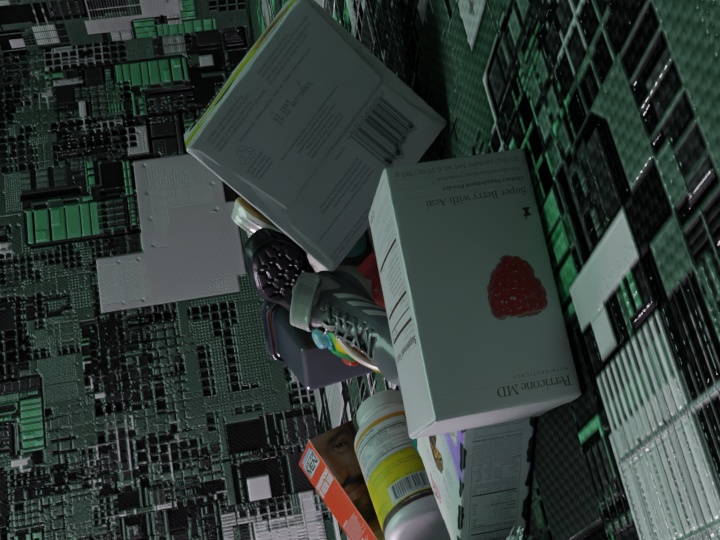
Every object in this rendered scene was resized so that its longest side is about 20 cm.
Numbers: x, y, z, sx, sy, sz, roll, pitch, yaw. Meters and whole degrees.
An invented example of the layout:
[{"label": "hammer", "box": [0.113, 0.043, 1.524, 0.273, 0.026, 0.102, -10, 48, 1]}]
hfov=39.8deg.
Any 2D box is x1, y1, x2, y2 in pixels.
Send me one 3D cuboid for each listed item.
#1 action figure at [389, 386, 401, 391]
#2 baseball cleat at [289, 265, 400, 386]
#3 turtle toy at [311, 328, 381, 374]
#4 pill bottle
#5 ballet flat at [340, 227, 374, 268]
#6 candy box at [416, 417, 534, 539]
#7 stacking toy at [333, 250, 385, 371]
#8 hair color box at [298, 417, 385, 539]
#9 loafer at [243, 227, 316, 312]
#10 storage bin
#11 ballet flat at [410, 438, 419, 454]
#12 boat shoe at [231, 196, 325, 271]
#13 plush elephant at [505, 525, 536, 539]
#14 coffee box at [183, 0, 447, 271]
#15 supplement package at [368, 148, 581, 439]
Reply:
[{"label": "action figure", "box": [0.060, 0.241, 1.404, 0.201, 0.069, 0.131, 114, 156, -48]}, {"label": "baseball cleat", "box": [-0.013, 0.059, 1.003, 0.200, 0.105, 0.071, -133, 44, -57]}, {"label": "turtle toy", "box": [0.003, 0.075, 1.377, 0.199, 0.100, 0.147, 35, -130, -41]}, {"label": "pill bottle", "box": [0.057, 0.247, 1.241, 0.201, 0.108, 0.110, -113, 16, -47]}, {"label": "ballet flat", "box": [0.000, 0.000, 1.248, 0.070, 0.068, 0.202, 99, 165, -64]}, {"label": "candy box", "box": [0.107, 0.150, 0.973, 0.168, 0.071, 0.202, -111, 16, -55]}, {"label": "stacking toy", "box": [0.052, 0.005, 1.094, 0.201, 0.144, 0.147, 114, 150, -47]}, {"label": "hair color box", "box": [0.020, 0.297, 1.315, 0.200, 0.110, 0.064, 50, 140, 26]}, {"label": "loafer", "box": [-0.089, -0.001, 1.109, 0.071, 0.068, 0.201, 50, 178, 25]}, {"label": "storage bin", "box": [-0.035, 0.106, 1.521, 0.134, 0.198, 0.147, -128, 29, -54]}, {"label": "ballet flat", "box": [0.093, 0.142, 1.126, 0.063, 0.068, 0.201, -55, -23, -36]}, {"label": "boat shoe", "box": [-0.103, -0.025, 1.200, 0.071, 0.069, 0.200, 48, -173, 32]}, {"label": "plush elephant", "box": [0.101, 0.346, 0.898, 0.201, 0.163, 0.156, -59, 8, 40]}, {"label": "coffee box", "box": [-0.058, -0.156, 1.091, 0.199, 0.200, 0.198, 38, -177, -16]}, {"label": "supplement package", "box": [0.086, 0.022, 0.808, 0.120, 0.120, 0.202, 113, 148, -73]}]
